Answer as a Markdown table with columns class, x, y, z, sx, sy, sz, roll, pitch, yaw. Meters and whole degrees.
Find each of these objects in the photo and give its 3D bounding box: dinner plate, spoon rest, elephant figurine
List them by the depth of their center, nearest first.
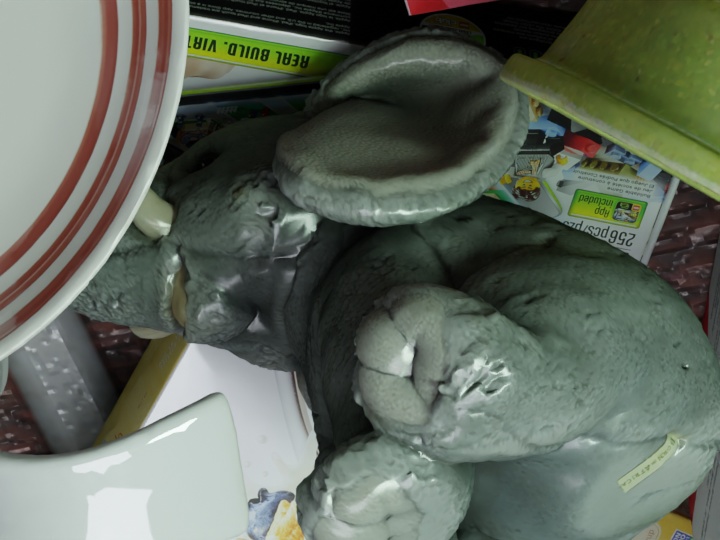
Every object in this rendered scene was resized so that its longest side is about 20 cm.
| class | x | y | z | sx | sy | sz | roll | pitch | yaw |
| --- | --- | --- | --- | --- | --- | --- | --- | --- | --- |
| dinner plate | -0.138 | -0.058 | 0.733 | 0.199 | 0.201 | 0.024 | -13 | 164 | 13 |
| spoon rest | -0.111 | 0.033 | 0.749 | 0.060 | 0.200 | 0.100 | -23 | 117 | -32 |
| elephant figurine | 0.000 | 0.000 | 0.766 | 0.155 | 0.200 | 0.142 | 19 | 118 | -44 |

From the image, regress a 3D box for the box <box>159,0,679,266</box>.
| class | x | y | z | sx | sy | sz | roll | pitch | yaw |
| --- | --- | --- | --- | --- | --- | --- | --- | --- | --- |
| box | -0.006 | -0.036 | 0.830 | 0.199 | 0.035 | 0.110 | 9 | 132 | -7 |

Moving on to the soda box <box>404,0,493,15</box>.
| class | x | y | z | sx | sy | sz | roll | pitch | yaw |
| --- | --- | --- | --- | --- | --- | --- | --- | --- | --- |
| soda box | 0.019 | -0.165 | 0.691 | 0.063 | 0.070 | 0.200 | -9 | 131 | 12 |

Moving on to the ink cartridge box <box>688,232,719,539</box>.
| class | x | y | z | sx | sy | sz | roll | pitch | yaw |
| --- | --- | --- | --- | --- | --- | --- | --- | --- | --- |
| ink cartridge box | 0.152 | 0.073 | 0.813 | 0.083 | 0.200 | 0.145 | 3 | 132 | -1 |

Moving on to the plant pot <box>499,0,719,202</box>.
| class | x | y | z | sx | sy | sz | roll | pitch | yaw |
| --- | --- | --- | --- | --- | --- | --- | --- | --- | --- |
| plant pot | 0.165 | -0.080 | 0.675 | 0.200 | 0.200 | 0.185 | 27 | 94 | -21 |

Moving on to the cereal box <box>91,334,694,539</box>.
| class | x | y | z | sx | sy | sz | roll | pitch | yaw |
| --- | --- | --- | --- | --- | --- | --- | --- | --- | --- |
| cereal box | -0.002 | 0.102 | 0.908 | 0.199 | 0.040 | 0.144 | 23 | 108 | -21 |
